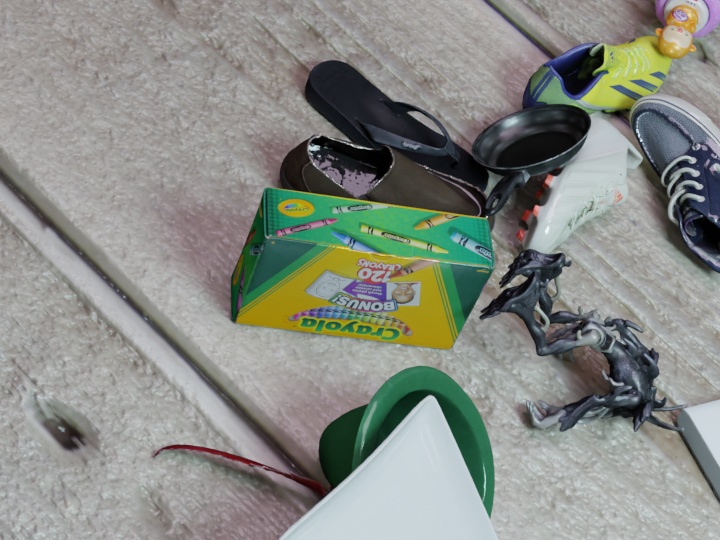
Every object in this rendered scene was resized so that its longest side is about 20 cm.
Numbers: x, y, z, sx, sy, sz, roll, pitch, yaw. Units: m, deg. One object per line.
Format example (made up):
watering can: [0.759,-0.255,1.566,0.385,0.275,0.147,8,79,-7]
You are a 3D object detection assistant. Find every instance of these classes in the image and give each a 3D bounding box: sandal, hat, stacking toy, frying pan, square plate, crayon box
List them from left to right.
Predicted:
hat: [-0.015,0.158,1.593,0.200,0.176,0.166,56,49,-28]
crayon box: [0.000,0.000,1.661,0.199,0.119,0.058,7,50,-15]
sandal: [0.033,-0.131,1.829,0.200,0.043,0.076,36,49,9]
square plate: [0.029,0.229,1.482,0.198,0.028,0.201,-40,115,-38]
frying pan: [0.161,-0.101,1.787,0.114,0.031,0.190,-16,30,6]
stacking toy: [0.339,-0.280,2.013,0.116,0.110,0.200,27,44,2]

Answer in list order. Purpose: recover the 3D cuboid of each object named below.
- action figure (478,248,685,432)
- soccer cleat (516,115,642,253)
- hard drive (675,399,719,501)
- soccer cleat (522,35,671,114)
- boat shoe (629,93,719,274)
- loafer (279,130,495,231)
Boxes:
action figure: [0.190,0.076,1.690,0.200,0.102,0.119,46,37,-17]
soccer cleat: [0.209,-0.074,1.837,0.077,0.069,0.200,32,46,2]
hard drive: [0.392,0.162,1.742,0.199,0.027,0.132,-11,58,-28]
soccer cleat: [0.244,-0.196,1.935,0.200,0.084,0.065,-24,64,-34]
boat shoe: [0.318,-0.083,1.868,0.200,0.075,0.093,46,40,13]
loafer: [0.027,-0.069,1.750,0.199,0.071,0.073,14,66,-5]
